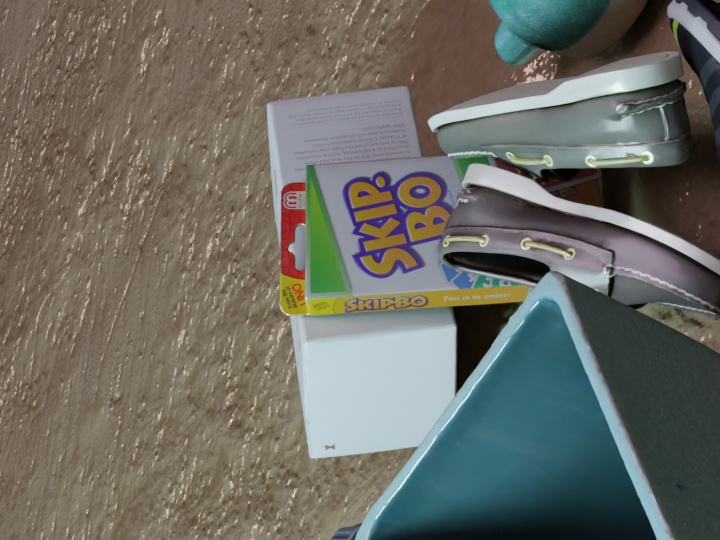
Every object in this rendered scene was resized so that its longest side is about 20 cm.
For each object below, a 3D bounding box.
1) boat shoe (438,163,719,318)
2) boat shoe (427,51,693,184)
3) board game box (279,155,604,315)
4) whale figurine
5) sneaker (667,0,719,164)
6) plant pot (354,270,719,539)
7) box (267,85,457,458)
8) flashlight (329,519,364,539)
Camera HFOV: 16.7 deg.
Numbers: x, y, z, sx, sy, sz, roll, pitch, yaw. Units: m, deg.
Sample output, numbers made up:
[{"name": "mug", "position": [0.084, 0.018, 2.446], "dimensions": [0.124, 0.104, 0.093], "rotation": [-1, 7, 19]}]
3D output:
[{"name": "boat shoe", "position": [0.128, -0.005, 1.379], "dimensions": [0.199, 0.072, 0.060], "rotation": [22, 81, 38]}, {"name": "boat shoe", "position": [0.112, -0.079, 1.402], "dimensions": [0.201, 0.072, 0.061], "rotation": [-8, 101, 54]}, {"name": "board game box", "position": [0.048, -0.024, 1.473], "dimensions": [0.030, 0.198, 0.096], "rotation": [72, -165, -59]}, {"name": "whale figurine", "position": [0.107, -0.210, 1.534], "dimensions": [0.200, 0.103, 0.160], "rotation": [31, 103, 61]}, {"name": "sneaker", "position": [0.208, -0.081, 1.324], "dimensions": [0.083, 0.071, 0.200], "rotation": [-62, 31, 22]}, {"name": "plant pot", "position": [0.145, 0.156, 1.178], "dimensions": [0.196, 0.199, 0.197], "rotation": [-54, 34, 29]}, {"name": "box", "position": [0.000, 0.000, 1.569], "dimensions": [0.125, 0.097, 0.201], "rotation": [88, 174, -52]}, {"name": "flashlight", "position": [0.052, 0.181, 1.466], "dimensions": [0.200, 0.067, 0.069], "rotation": [-11, 63, 59]}]
